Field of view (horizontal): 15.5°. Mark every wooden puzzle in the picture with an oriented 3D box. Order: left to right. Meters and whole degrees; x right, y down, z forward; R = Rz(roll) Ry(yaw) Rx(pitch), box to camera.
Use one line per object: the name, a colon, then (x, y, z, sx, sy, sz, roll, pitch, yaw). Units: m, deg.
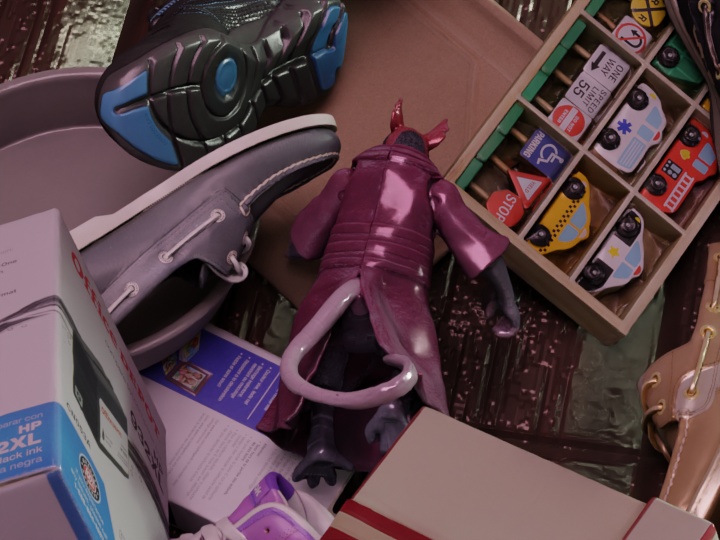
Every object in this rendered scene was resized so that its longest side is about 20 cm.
wooden puzzle: (0.003, -0.077, 1.445, 0.200, 0.037, 0.185, -42, 64, -13)

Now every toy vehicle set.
toy vehicle set: (0.139, -0.075, 1.401, 0.124, 0.027, 0.200, 38, 67, -3)

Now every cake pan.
cake pan: (-0.150, -0.021, 1.382, 0.199, 0.037, 0.201, -2, 53, 2)

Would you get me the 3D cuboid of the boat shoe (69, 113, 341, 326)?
boat shoe: (-0.087, -0.012, 1.316, 0.199, 0.073, 0.062, -30, 80, -19)

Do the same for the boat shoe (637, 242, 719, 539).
boat shoe: (0.172, 0.066, 1.319, 0.069, 0.074, 0.200, 15, 52, 17)

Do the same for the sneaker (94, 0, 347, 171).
sneaker: (-0.087, -0.103, 1.376, 0.082, 0.074, 0.200, 16, 22, 25)

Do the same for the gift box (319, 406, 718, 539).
gift box: (0.083, 0.196, 1.186, 0.186, 0.200, 0.185, 22, 66, 35)

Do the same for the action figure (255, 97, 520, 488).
action figure: (0.000, 0.000, 1.293, 0.133, 0.149, 0.201, 2, 67, 20)

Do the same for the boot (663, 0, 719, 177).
boot: (0.224, -0.133, 1.344, 0.073, 0.154, 0.205, -8, 78, -19)

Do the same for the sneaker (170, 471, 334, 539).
sneaker: (-0.082, 0.140, 1.272, 0.200, 0.073, 0.115, 18, 101, 7)

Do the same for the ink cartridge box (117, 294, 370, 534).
ink cartridge box: (-0.073, 0.085, 1.349, 0.199, 0.039, 0.100, 25, 63, 21)

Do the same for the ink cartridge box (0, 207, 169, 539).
ink cartridge box: (-0.145, 0.091, 1.180, 0.083, 0.146, 0.200, -19, 33, 6)
